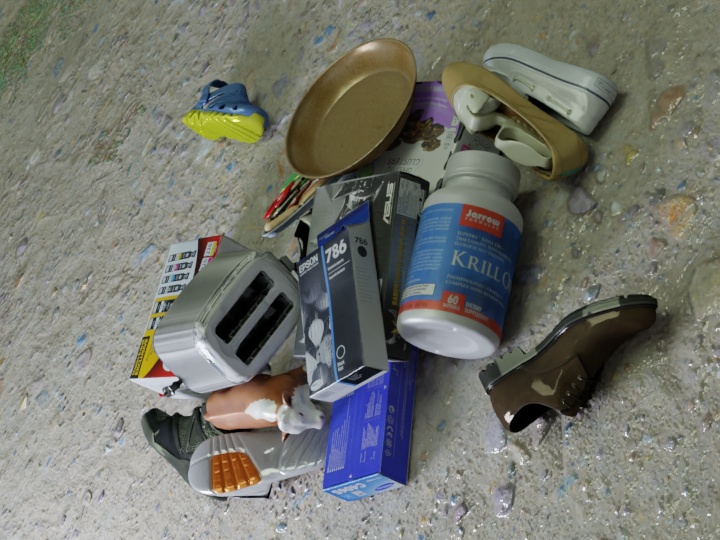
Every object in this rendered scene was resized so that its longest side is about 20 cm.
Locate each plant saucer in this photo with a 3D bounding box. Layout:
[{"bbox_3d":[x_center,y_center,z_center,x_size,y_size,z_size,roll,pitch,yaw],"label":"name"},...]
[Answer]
[{"bbox_3d":[-0.004,-0.185,1.632,0.199,0.035,0.202,-27,42,28],"label":"plant saucer"}]

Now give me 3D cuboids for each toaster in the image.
[{"bbox_3d":[-0.154,0.061,1.602,0.201,0.114,0.129,-51,19,-27],"label":"toaster"}]

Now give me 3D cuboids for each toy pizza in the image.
[{"bbox_3d":[-0.058,-0.119,1.728,0.200,0.032,0.200,-43,10,9],"label":"toy pizza"}]

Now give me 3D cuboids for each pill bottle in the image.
[{"bbox_3d":[0.110,-0.019,1.444,0.112,0.112,0.203,-11,59,49],"label":"pill bottle"}]

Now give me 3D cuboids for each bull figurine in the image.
[{"bbox_3d":[-0.099,0.148,1.596,0.198,0.121,0.066,-5,107,45],"label":"bull figurine"}]

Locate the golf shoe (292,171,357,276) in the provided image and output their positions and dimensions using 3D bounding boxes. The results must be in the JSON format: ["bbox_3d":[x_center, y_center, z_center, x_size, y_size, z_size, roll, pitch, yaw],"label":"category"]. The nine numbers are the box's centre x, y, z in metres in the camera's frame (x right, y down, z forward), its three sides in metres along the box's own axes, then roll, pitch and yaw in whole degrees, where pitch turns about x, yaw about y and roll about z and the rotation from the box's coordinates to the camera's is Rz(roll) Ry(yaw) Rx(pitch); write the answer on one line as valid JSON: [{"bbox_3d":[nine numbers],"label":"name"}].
[{"bbox_3d":[-0.029,-0.064,1.677,0.077,0.094,0.202,-20,50,46],"label":"golf shoe"}]

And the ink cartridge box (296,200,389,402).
[{"bbox_3d":[-0.023,0.029,1.471,0.099,0.039,0.203,-34,53,43],"label":"ink cartridge box"}]

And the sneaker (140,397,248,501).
[{"bbox_3d":[-0.203,0.201,1.737,0.199,0.076,0.115,28,88,53],"label":"sneaker"}]

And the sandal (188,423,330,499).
[{"bbox_3d":[-0.107,0.232,1.608,0.204,0.059,0.080,-11,50,23],"label":"sandal"}]

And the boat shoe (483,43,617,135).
[{"bbox_3d":[0.191,-0.197,1.496,0.199,0.073,0.067,26,85,55],"label":"boat shoe"}]

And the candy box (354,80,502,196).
[{"bbox_3d":[0.074,-0.115,1.594,0.167,0.071,0.202,8,73,53],"label":"candy box"}]

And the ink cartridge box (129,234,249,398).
[{"bbox_3d":[-0.232,0.067,1.859,0.174,0.083,0.203,-8,61,50],"label":"ink cartridge box"}]

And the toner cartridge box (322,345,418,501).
[{"bbox_3d":[0.014,0.146,1.516,0.094,0.043,0.202,-24,49,43],"label":"toner cartridge box"}]

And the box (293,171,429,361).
[{"bbox_3d":[0.000,0.000,1.522,0.157,0.048,0.203,-5,74,51],"label":"box"}]

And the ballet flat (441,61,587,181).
[{"bbox_3d":[0.150,-0.160,1.458,0.199,0.063,0.069,34,138,27],"label":"ballet flat"}]

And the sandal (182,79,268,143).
[{"bbox_3d":[-0.195,-0.242,2.037,0.199,0.079,0.088,16,76,54],"label":"sandal"}]

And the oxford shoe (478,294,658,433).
[{"bbox_3d":[0.206,0.091,1.293,0.200,0.072,0.085,-39,56,33],"label":"oxford shoe"}]
